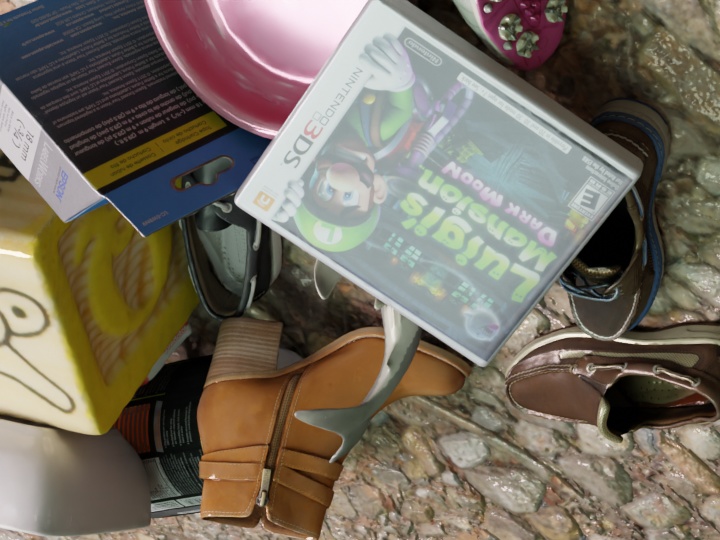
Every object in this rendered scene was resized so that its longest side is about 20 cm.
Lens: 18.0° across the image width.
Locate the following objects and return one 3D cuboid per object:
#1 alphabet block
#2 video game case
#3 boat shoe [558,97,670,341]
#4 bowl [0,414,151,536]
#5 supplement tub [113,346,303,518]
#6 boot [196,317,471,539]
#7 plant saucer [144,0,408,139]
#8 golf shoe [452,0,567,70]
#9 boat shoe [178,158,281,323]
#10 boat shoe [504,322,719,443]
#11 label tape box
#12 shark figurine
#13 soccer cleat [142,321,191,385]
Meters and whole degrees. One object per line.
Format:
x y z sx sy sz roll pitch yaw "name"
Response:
-0.249 -0.022 1.674 0.199 0.197 0.196 11 137 25 "alphabet block"
0.047 -0.055 1.433 0.200 0.023 0.182 33 122 -6 "video game case"
0.157 -0.019 1.501 0.072 0.072 0.201 17 137 20 "boat shoe"
-0.269 0.143 1.714 0.199 0.075 0.200 9 179 22 "bowl"
-0.130 0.131 1.806 0.199 0.123 0.123 -12 123 42 "supplement tub"
-0.022 0.122 1.675 0.199 0.156 0.074 4 161 5 "boot"
-0.050 -0.183 1.461 0.200 0.051 0.201 17 123 28 "plant saucer"
0.060 -0.210 1.389 0.091 0.075 0.200 21 148 52 "golf shoe"
-0.101 -0.047 1.655 0.074 0.060 0.201 17 138 18 "boat shoe"
0.177 0.082 1.589 0.202 0.075 0.075 -12 123 41 "boat shoe"
-0.159 -0.099 1.525 0.200 0.144 0.063 48 142 19 "label tape box"
0.015 0.016 1.542 0.127 0.216 0.090 -7 173 5 "shark figurine"
-0.213 0.029 1.806 0.200 0.085 0.069 30 152 43 "soccer cleat"
